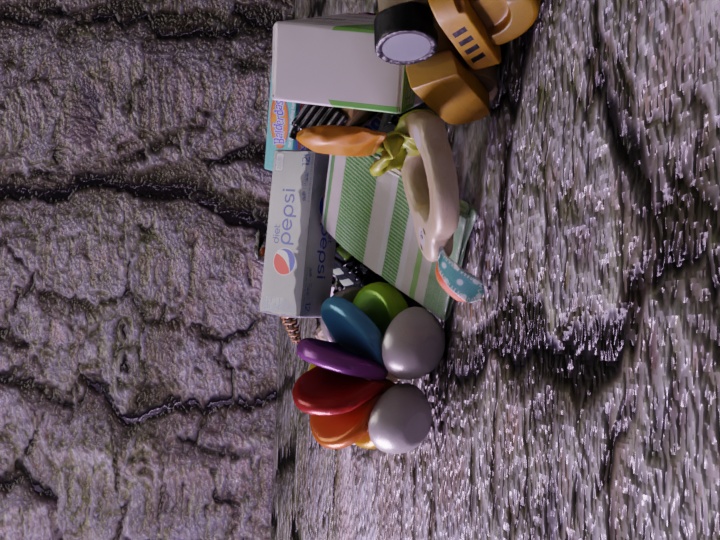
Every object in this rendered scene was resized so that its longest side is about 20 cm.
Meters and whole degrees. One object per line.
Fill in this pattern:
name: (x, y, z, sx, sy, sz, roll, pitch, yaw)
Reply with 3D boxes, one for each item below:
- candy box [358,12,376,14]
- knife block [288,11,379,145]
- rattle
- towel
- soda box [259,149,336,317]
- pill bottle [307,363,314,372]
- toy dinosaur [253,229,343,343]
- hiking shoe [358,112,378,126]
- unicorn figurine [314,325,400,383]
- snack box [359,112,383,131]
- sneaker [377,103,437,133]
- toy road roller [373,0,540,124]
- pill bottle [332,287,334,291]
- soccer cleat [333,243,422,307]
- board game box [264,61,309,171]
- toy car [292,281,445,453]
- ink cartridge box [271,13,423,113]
candy box: (0.013, -0.278, 1.522, 0.200, 0.061, 0.137, 103, 166, -47)
knife block: (-0.006, -0.238, 1.293, 0.200, 0.064, 0.176, -45, -8, -18)
rattle: (0.035, -0.049, 0.957, 0.130, 0.142, 0.201, 23, 124, 58)
towel: (0.036, -0.055, 1.091, 0.200, 0.023, 0.153, 35, 135, 28)
soda box: (-0.071, -0.044, 1.197, 0.068, 0.063, 0.201, 4, -88, -59)
pill bottle: (-0.019, 0.167, 1.428, 0.200, 0.112, 0.112, -124, 38, -74)
toy dinosaur: (-0.083, -0.004, 1.374, 0.102, 0.135, 0.201, -105, 17, -80)
hiking shoe: (0.006, -0.196, 1.450, 0.087, 0.074, 0.201, 53, 142, 45)
unicorn figurine: (-0.003, 0.092, 1.310, 0.074, 0.137, 0.200, 57, -162, -21)
snack box: (-0.015, -0.159, 1.315, 0.024, 0.200, 0.072, 47, 153, 8)
sneaker: (0.044, -0.149, 1.161, 0.090, 0.066, 0.201, 35, -106, -77)
toy road roller: (0.104, -0.236, 0.901, 0.200, 0.146, 0.123, 34, -130, -57)
pill bottle: (-0.044, -0.047, 1.636, 0.113, 0.112, 0.201, 112, 158, -62)
soccer cleat: (0.000, 0.000, 1.250, 0.200, 0.068, 0.081, 44, 173, 29)
board game box: (-0.067, -0.237, 1.395, 0.200, 0.045, 0.153, -42, -36, -58)
toy car: (-0.009, 0.112, 1.129, 0.175, 0.150, 0.201, 20, 103, 50)
ink cartridge box: (0.009, -0.231, 1.069, 0.200, 0.145, 0.084, -39, -45, -64)
